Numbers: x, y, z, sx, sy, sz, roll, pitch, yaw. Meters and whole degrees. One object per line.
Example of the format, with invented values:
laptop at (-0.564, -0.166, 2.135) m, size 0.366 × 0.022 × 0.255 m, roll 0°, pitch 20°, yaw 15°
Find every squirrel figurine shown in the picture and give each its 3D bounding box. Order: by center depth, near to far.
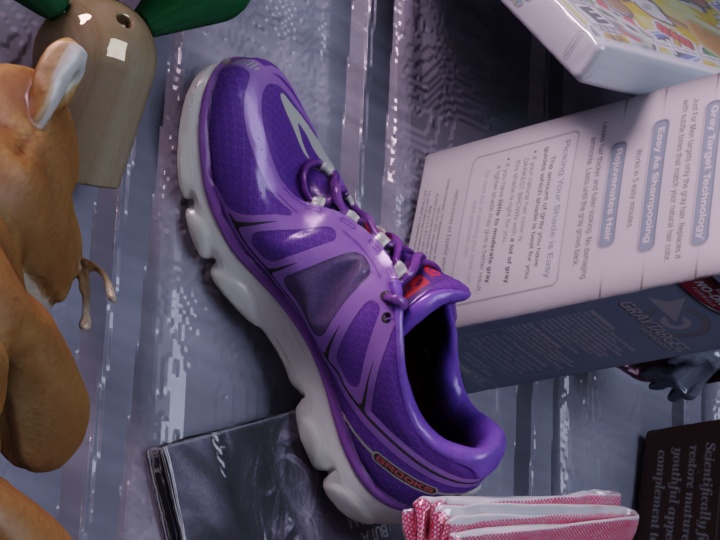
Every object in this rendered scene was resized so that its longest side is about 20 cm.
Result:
squirrel figurine at (-0.150, -0.016, 0.575) m, size 0.200 × 0.141 × 0.187 m, roll 55°, pitch 37°, yaw -29°

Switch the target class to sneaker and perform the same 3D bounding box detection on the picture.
sneaker at (0.000, 0.000, 0.776) m, size 0.081 × 0.083 × 0.201 m, roll -29°, pitch 91°, yaw -52°

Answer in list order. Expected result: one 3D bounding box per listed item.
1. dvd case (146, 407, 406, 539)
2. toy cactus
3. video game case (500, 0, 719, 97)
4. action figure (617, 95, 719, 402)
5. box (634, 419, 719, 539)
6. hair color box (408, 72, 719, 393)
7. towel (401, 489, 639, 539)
dvd case at (-0.009, 0.155, 0.781) m, size 0.148 × 0.016 × 0.202 m, roll -11°, pitch 88°, yaw -51°
toy cactus at (-0.100, -0.115, 0.714) m, size 0.199 × 0.102 × 0.166 m, roll 6°, pitch 93°, yaw -51°
video game case at (0.119, -0.135, 0.917) m, size 0.199 × 0.023 × 0.182 m, roll 6°, pitch 36°, yaw -44°
action figure at (0.163, -0.045, 0.950) m, size 0.134 × 0.149 × 0.200 m, roll 47°, pitch 61°, yaw -22°
box at (0.254, 0.179, 0.966) m, size 0.200 × 0.164 × 0.167 m, roll 34°, pitch 56°, yaw -38°
hair color box at (0.113, -0.016, 0.829) m, size 0.061 × 0.199 × 0.100 m, roll 35°, pitch 55°, yaw -38°
towel at (0.051, 0.188, 0.785) m, size 0.146 × 0.030 × 0.202 m, roll 6°, pitch 96°, yaw -52°
